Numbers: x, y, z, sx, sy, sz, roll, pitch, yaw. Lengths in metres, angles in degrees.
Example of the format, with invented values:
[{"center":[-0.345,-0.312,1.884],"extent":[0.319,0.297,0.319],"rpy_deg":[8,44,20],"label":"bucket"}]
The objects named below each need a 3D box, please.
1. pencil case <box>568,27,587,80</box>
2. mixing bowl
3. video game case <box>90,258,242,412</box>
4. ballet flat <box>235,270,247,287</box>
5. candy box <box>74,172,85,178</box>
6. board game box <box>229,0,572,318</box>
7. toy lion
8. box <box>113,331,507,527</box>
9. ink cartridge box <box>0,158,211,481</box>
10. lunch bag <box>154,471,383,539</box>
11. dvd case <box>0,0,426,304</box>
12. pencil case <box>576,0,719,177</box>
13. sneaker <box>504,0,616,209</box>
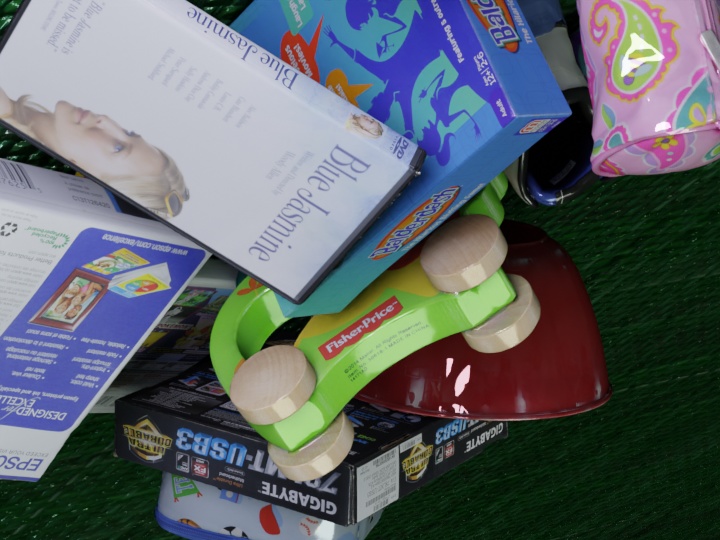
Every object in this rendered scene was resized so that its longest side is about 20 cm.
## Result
[{"center":[0.221,-0.145,1.504],"extent":[0.200,0.085,0.092],"rpy_deg":[-26,135,6],"label":"pencil case"},{"center":[0.076,0.025,1.695],"extent":[0.199,0.109,0.200],"rpy_deg":[2,-167,0],"label":"mixing bowl"},{"center":[-0.160,0.043,1.645],"extent":[0.182,0.023,0.200],"rpy_deg":[-34,159,27],"label":"video game case"},{"center":[-0.003,-0.017,1.554],"extent":[0.064,0.076,0.200],"rpy_deg":[21,146,-28],"label":"ballet flat"},{"center":[-0.073,-0.067,1.433],"extent":[0.200,0.026,0.102],"rpy_deg":[-13,156,-35],"label":"candy box"},{"center":[0.002,-0.090,1.262],"extent":[0.045,0.152,0.200],"rpy_deg":[-7,154,-43],"label":"board game box"},{"center":[0.000,0.000,1.394],"extent":[0.200,0.192,0.069],"rpy_deg":[-35,126,-2],"label":"toy lion"},{"center":[-0.032,0.103,1.696],"extent":[0.200,0.050,0.198],"rpy_deg":[12,-161,31],"label":"box"},{"center":[-0.209,0.028,1.368],"extent":[0.197,0.047,0.200],"rpy_deg":[12,128,-46],"label":"ink cartridge box"},{"center":[-0.060,0.139,1.777],"extent":[0.160,0.076,0.200],"rpy_deg":[9,-163,11],"label":"lunch bag"},{"center":[-0.083,-0.069,1.200],"extent":[0.143,0.200,0.018],"rpy_deg":[-48,-166,51],"label":"dvd case"},{"center":[0.141,-0.144,1.210],"extent":[0.087,0.201,0.087],"rpy_deg":[-8,169,-2],"label":"pencil case"},{"center":[0.095,-0.080,1.475],"extent":[0.080,0.115,0.199],"rpy_deg":[-20,162,-13],"label":"sneaker"}]
